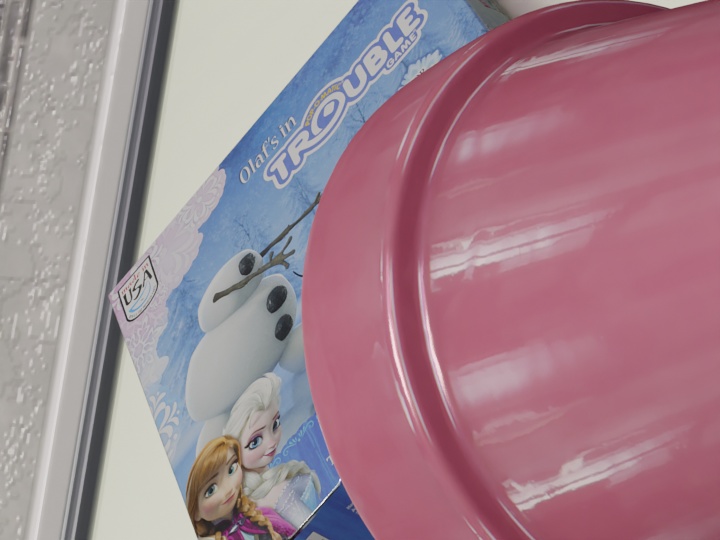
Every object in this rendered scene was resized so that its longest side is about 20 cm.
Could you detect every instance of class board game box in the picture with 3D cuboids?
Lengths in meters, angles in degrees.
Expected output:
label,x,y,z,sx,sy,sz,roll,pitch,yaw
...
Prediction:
label,x,y,z,sx,sy,sz,roll,pitch,yaw
board game box,0.000,0.000,0.856,0.200,0.043,0.199,-49,34,15

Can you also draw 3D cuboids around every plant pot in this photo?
label,x,y,z,sx,sy,sz,roll,pitch,yaw
plant pot,0.110,0.003,0.647,0.179,0.199,0.201,-26,61,56
